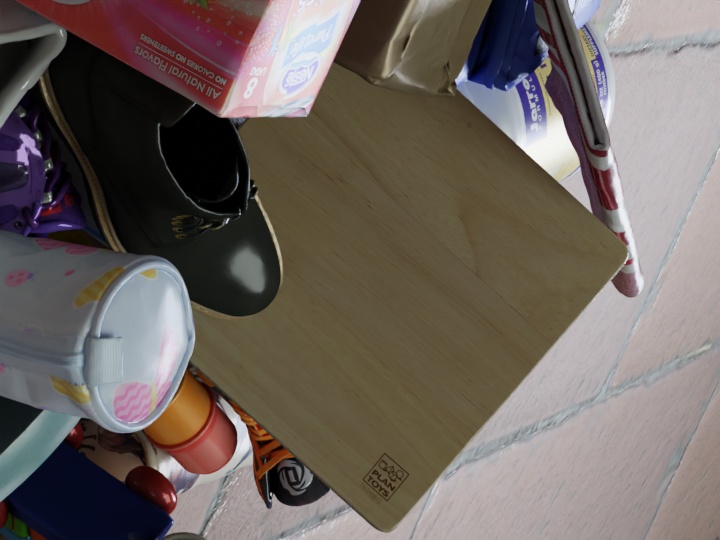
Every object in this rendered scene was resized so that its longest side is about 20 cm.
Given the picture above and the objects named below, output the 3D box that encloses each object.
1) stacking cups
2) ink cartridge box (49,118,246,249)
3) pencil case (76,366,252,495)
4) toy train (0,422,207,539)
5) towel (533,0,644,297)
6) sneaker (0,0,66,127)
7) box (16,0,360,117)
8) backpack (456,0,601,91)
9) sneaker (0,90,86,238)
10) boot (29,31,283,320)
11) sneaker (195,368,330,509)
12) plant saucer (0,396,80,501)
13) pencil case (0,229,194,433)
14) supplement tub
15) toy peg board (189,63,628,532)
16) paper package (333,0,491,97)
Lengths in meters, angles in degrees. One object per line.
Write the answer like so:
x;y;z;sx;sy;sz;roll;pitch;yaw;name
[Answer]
-0.126;0.050;1.475;0.061;0.060;0.200;-55;139;-12;stacking cups
-0.097;-0.070;1.439;0.145;0.084;0.200;-57;158;-5;ink cartridge box
-0.115;0.101;1.636;0.200;0.089;0.078;-22;109;-59;pencil case
-0.140;0.173;1.504;0.085;0.200;0.116;-47;160;-30;toy train
0.118;-0.084;1.405;0.023;0.145;0.200;-17;156;4;towel
-0.211;-0.052;1.156;0.200;0.088;0.075;-50;124;-11;sneaker
-0.102;-0.155;1.152;0.103;0.199;0.095;-64;160;14;box
0.046;-0.187;1.503;0.200;0.167;0.163;-39;146;-44;backpack
-0.168;-0.061;1.288;0.081;0.083;0.201;-39;148;-44;sneaker
-0.075;-0.028;1.231;0.077;0.138;0.200;-45;128;-8;boot
-0.043;0.081;1.503;0.200;0.077;0.113;5;71;-79;sneaker
-0.193;0.079;1.308;0.200;0.027;0.200;-36;-160;15;plant saucer
-0.176;0.017;1.209;0.091;0.199;0.084;14;88;-62;pencil case
0.062;-0.103;1.675;0.200;0.145;0.146;-28;142;-56;supplement tub
0.000;0.000;1.394;0.199;0.200;0.098;-49;-176;-7;toy peg board
-0.011;-0.215;1.281;0.103;0.200;0.191;-4;122;-65;paper package
